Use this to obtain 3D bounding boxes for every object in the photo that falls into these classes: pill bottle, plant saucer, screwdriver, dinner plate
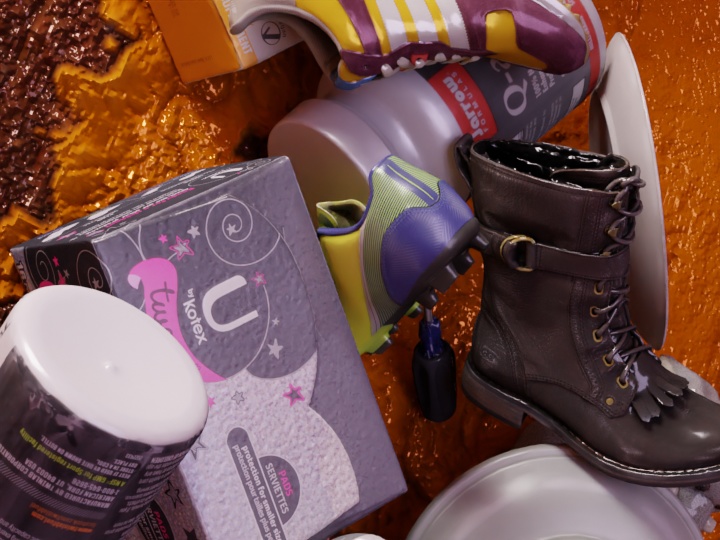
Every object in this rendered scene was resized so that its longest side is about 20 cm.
[{"bbox_3d":[0.046,-0.102,1.011,0.200,0.116,0.116,-41,109,-29],"label":"pill bottle"},{"bbox_3d":[0.115,0.202,0.967,0.198,0.050,0.202,-1,95,-6],"label":"plant saucer"},{"bbox_3d":[0.042,0.017,0.997,0.029,0.028,0.201,-42,143,-35],"label":"screwdriver"},{"bbox_3d":[0.165,-0.048,1.065,0.024,0.200,0.202,-7,92,0],"label":"dinner plate"},{"bbox_3d":[-0.165,0.113,0.817,0.106,0.107,0.200,21,119,-31],"label":"pill bottle"}]

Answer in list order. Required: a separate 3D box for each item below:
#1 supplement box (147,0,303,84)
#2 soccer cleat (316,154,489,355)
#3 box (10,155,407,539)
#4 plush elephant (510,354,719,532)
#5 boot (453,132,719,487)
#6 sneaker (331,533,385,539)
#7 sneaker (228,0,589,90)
[{"bbox_3d":[-0.035,-0.207,0.987,0.199,0.073,0.127,-32,105,-31],"label":"supplement box"},{"bbox_3d":[0.001,-0.001,0.939,0.084,0.200,0.065,45,57,1],"label":"soccer cleat"},{"bbox_3d":[-0.082,0.055,0.917,0.132,0.114,0.201,-26,101,-32],"label":"box"},{"bbox_3d":[0.186,0.137,1.068,0.164,0.154,0.201,39,68,-26],"label":"plush elephant"},{"bbox_3d":[0.136,0.019,0.939,0.069,0.199,0.175,-46,147,-49],"label":"boot"},{"bbox_3d":[-0.014,0.207,0.939,0.078,0.201,0.077,38,44,17],"label":"sneaker"},{"bbox_3d":[0.025,-0.130,0.922,0.199,0.075,0.091,21,81,-6],"label":"sneaker"}]
